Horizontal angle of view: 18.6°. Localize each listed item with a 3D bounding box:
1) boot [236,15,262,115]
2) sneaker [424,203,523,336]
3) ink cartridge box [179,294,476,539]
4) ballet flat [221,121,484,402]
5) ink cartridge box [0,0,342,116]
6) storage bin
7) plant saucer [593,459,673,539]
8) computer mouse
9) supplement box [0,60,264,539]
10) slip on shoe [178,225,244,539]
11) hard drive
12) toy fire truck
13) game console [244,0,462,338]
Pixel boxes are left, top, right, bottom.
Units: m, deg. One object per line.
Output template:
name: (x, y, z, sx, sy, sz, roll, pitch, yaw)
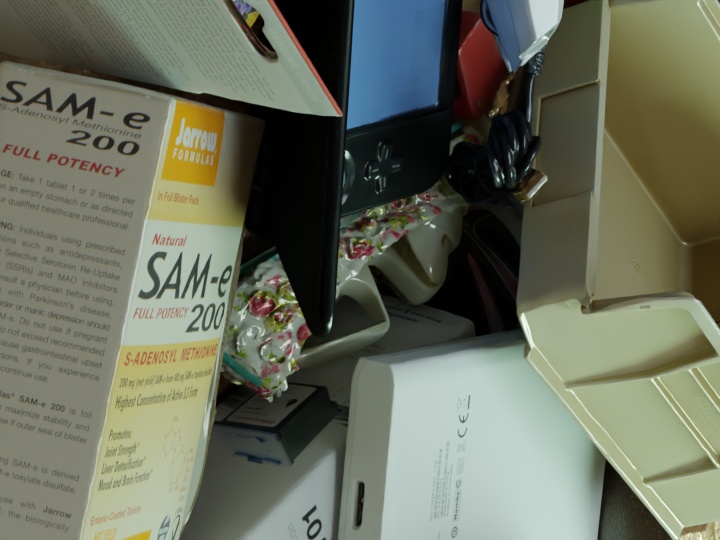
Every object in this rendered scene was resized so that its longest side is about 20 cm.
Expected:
boot: (0.008, -0.134, 1.023, 0.200, 0.073, 0.155, -38, 129, -26)
sneaker: (0.057, 0.058, 1.153, 0.086, 0.080, 0.201, -19, 111, -30)
ink cartridge box: (-0.021, 0.127, 1.050, 0.200, 0.085, 0.147, -43, 132, -40)
ballet flat: (0.000, 0.000, 1.044, 0.200, 0.064, 0.076, -35, 171, -33)
ink cartridge box: (-0.092, -0.120, 0.788, 0.051, 0.199, 0.109, -57, 139, -23)
storage bin: (0.159, -0.007, 1.078, 0.199, 0.093, 0.201, 49, 37, -40)
plant saucer: (0.131, 0.139, 1.209, 0.036, 0.201, 0.202, -1, 107, -6)
computer mouse: (0.066, -0.129, 0.989, 0.110, 0.044, 0.202, -149, -115, -85)
supplement box: (-0.105, 0.027, 0.855, 0.126, 0.073, 0.201, -2, 104, -76)
slip on shoe: (-0.091, 0.045, 0.953, 0.061, 0.076, 0.202, 5, 92, -68)
hard drive: (0.059, 0.097, 1.055, 0.199, 0.026, 0.133, -7, 105, -54)
toy fire truck: (0.096, -0.093, 1.162, 0.141, 0.049, 0.200, -55, 139, -25)
game console: (0.014, -0.098, 0.903, 0.175, 0.116, 0.201, -17, 121, -42)
